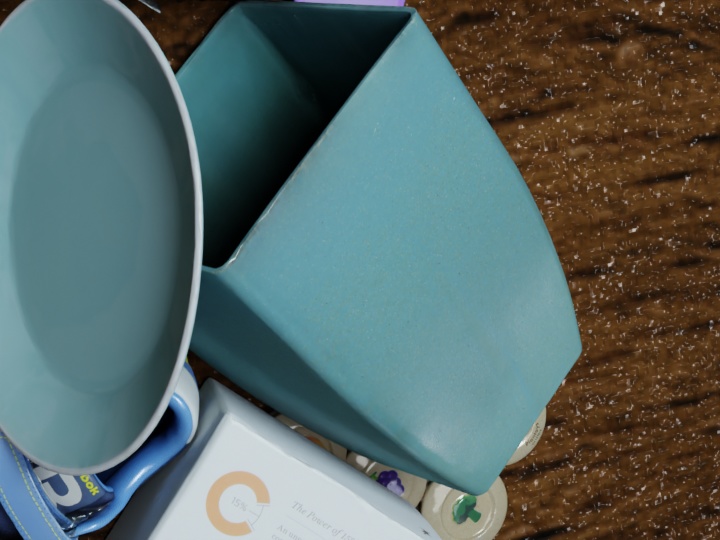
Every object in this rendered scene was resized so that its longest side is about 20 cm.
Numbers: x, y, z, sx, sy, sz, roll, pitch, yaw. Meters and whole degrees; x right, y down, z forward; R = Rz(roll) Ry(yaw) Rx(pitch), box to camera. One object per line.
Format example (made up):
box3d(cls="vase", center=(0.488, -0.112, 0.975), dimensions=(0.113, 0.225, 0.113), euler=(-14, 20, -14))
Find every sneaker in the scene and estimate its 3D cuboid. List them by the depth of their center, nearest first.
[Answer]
box3d(cls="sneaker", center=(-0.157, 0.092, 0.913), dimensions=(0.199, 0.082, 0.074), euler=(-35, 115, -10))

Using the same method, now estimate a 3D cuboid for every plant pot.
box3d(cls="plant pot", center=(0.000, 0.000, 0.921), dimensions=(0.200, 0.141, 0.142), euler=(47, 70, -32))

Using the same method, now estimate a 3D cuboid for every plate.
box3d(cls="plate", center=(-0.115, -0.017, 0.846), dimensions=(0.025, 0.199, 0.202), euler=(-2, 104, -40))

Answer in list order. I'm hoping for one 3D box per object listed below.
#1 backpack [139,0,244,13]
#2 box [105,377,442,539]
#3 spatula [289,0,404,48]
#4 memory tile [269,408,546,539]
box3d(cls="backpack", center=(-0.097, -0.199, 0.842), dimensions=(0.198, 0.134, 0.185), euler=(-3, 103, -20))
box3d(cls="box", center=(-0.068, 0.172, 0.946), dimensions=(0.124, 0.097, 0.201), euler=(33, 91, -12))
box3d(cls="spatula", center=(0.017, -0.196, 0.953), dimensions=(0.056, 0.021, 0.202), euler=(15, 95, -24))
box3d(cls="memory tile", center=(0.002, 0.128, 1.028), dimensions=(0.152, 0.017, 0.202), euler=(21, 94, -26))
